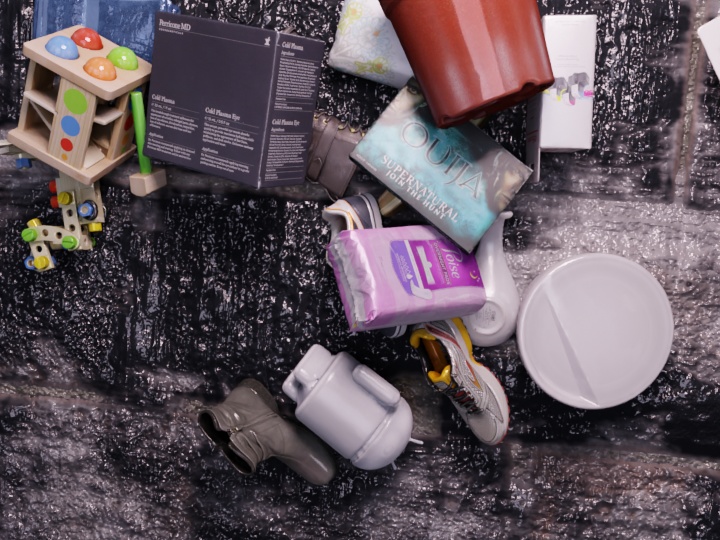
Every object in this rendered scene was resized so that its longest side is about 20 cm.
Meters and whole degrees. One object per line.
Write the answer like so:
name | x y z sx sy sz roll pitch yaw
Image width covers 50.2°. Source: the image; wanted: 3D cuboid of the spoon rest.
spoon rest | 0.178 0.010 1.056 0.098 0.061 0.202 6 109 6

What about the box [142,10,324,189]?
box | -0.163 -0.217 0.973 0.198 0.104 0.184 19 108 27

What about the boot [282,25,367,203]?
boot | -0.061 -0.209 1.048 0.172 0.069 0.202 20 107 3

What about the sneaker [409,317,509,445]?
sneaker | 0.128 0.152 1.045 0.078 0.082 0.201 -34 88 40

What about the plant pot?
plant pot | 0.128 -0.284 0.903 0.199 0.201 0.197 -19 93 7

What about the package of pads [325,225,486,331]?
package of pads | 0.061 0.007 0.982 0.198 0.076 0.122 -5 72 -35

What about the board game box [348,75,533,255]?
board game box | 0.102 -0.135 0.984 0.199 0.028 0.136 39 87 4

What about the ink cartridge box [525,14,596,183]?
ink cartridge box | 0.255 -0.213 0.990 0.067 0.115 0.203 1 97 4

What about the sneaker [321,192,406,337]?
sneaker | 0.000 0.000 1.044 0.079 0.078 0.202 -15 86 -30

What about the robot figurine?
robot figurine | -0.010 0.192 1.054 0.199 0.113 0.170 39 138 0

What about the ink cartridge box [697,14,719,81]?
ink cartridge box | 0.531 -0.301 0.980 0.198 0.067 0.117 -27 92 6

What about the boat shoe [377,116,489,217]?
boat shoe | 0.088 -0.158 1.035 0.063 0.073 0.201 43 95 7

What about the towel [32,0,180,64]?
towel | -0.355 -0.335 1.068 0.197 0.049 0.113 9 97 4

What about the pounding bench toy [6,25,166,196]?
pounding bench toy | -0.331 -0.210 1.013 0.198 0.124 0.157 29 122 1

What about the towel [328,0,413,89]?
towel | 0.063 -0.348 1.030 0.169 0.048 0.202 17 97 6

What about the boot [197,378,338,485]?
boot | -0.130 0.248 1.058 0.200 0.131 0.068 43 115 2

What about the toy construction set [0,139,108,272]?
toy construction set | -0.431 -0.102 1.082 0.129 0.092 0.202 -8 106 6

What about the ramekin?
ramekin | 0.297 0.074 1.017 0.200 0.094 0.205 0 96 -2
